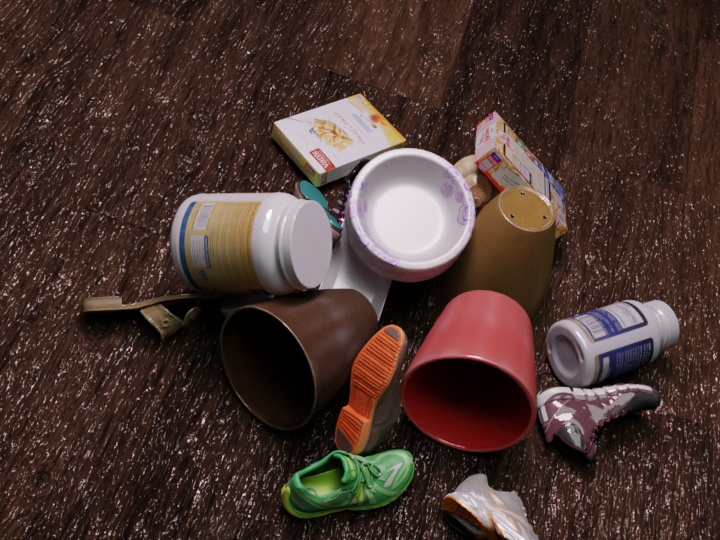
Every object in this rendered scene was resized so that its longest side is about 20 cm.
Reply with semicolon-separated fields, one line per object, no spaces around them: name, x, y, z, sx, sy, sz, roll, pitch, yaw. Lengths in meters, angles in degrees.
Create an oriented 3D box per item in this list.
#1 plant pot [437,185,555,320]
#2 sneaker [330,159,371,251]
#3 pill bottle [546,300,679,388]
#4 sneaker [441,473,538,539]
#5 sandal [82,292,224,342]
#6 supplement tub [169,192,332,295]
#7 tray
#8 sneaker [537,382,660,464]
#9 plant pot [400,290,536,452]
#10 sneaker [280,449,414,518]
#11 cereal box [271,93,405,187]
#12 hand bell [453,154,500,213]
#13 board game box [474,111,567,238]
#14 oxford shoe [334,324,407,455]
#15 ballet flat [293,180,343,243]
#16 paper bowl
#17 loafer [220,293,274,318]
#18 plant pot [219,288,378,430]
plant pot;0.235;-0.037;1.664;0.185;0.201;0.188;6;52;-8
sneaker;-0.009;-0.110;1.727;0.073;0.088;0.201;19;52;1
pill bottle;0.406;0.111;1.650;0.199;0.111;0.112;-14;58;-24
sneaker;0.215;0.357;1.443;0.200;0.076;0.092;38;50;14
sandal;-0.307;0.073;1.542;0.210;0.078;0.070;-2;85;-7
supplement tub;-0.155;-0.038;1.478;0.198;0.145;0.145;2;46;27
tray;0.000;0.000;1.652;0.107;0.022;0.201;19;72;-1
sneaker;0.367;0.239;1.578;0.198;0.076;0.116;-3;59;-3
plant pot;0.172;0.138;1.533;0.199;0.201;0.178;20;43;2
sneaker;-0.010;0.290;1.427;0.199;0.084;0.074;-12;57;-23
cereal box;-0.038;-0.235;1.835;0.199;0.040;0.144;-25;60;-33
hand bell;0.192;-0.127;1.719;0.103;0.105;0.200;20;15;1
board game box;0.277;-0.161;1.778;0.200;0.046;0.152;46;27;-18
oxford shoe;0.028;0.170;1.472;0.073;0.201;0.071;8;21;-42
ballet flat;-0.085;-0.087;1.693;0.068;0.067;0.200;33;13;-25
paper bowl;0.074;-0.081;1.619;0.199;0.104;0.202;2;72;-7
loafer;-0.156;0.023;1.612;0.071;0.063;0.200;-10;32;30
plant pot;-0.070;0.103;1.509;0.187;0.188;0.199;43;43;18
